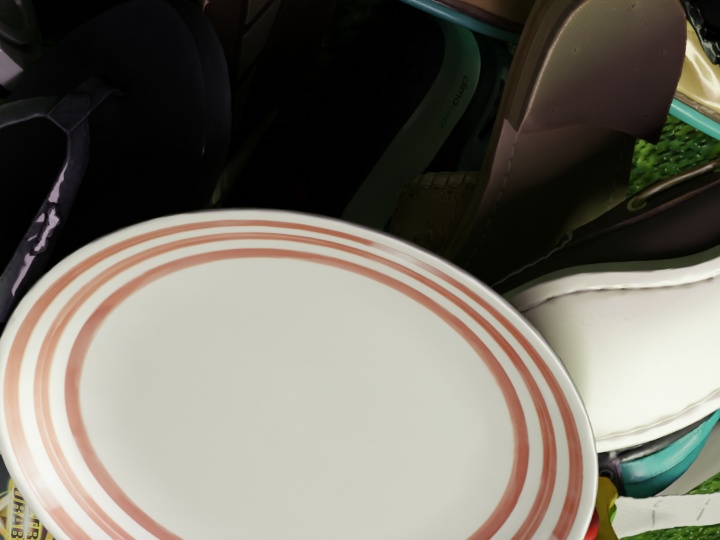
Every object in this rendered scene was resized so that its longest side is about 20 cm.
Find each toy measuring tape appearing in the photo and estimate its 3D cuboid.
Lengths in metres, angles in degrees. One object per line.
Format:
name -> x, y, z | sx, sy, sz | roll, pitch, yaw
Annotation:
toy measuring tape -> 0.103, 0.120, 0.907 | 0.200, 0.074, 0.074 | 1, 138, -27

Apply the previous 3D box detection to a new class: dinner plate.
dinner plate -> -0.022, 0.053, 0.721 | 0.200, 0.024, 0.200 | 5, 129, 6

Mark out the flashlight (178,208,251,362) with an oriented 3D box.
flashlight -> -0.122, 0.006, 0.776 | 0.200, 0.068, 0.068 | 4, 143, 15

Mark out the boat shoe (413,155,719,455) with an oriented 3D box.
boat shoe -> 0.109, 0.001, 0.717 | 0.200, 0.060, 0.072 | -24, 121, 18

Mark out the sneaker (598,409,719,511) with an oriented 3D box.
sneaker -> 0.076, 0.052, 0.949 | 0.200, 0.084, 0.121 | -7, 130, -12

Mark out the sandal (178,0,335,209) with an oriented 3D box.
sandal -> -0.058, -0.067, 0.784 | 0.082, 0.055, 0.200 | -43, 166, -28

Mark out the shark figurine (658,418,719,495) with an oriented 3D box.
shark figurine -> 0.098, 0.149, 1.063 | 0.128, 0.090, 0.215 | 8, 133, -24

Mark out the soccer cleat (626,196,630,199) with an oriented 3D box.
soccer cleat -> 0.043, 0.042, 0.830 | 0.200, 0.086, 0.070 | -42, 93, 0

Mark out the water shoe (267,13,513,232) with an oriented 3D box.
water shoe -> 0.000, 0.000, 0.837 | 0.079, 0.072, 0.200 | 21, 112, -37

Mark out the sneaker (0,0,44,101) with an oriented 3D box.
sneaker -> -0.179, -0.102, 0.690 | 0.080, 0.076, 0.200 | -22, 140, 16

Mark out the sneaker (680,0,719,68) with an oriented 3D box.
sneaker -> 0.147, -0.095, 0.759 | 0.200, 0.091, 0.076 | 15, 177, -43

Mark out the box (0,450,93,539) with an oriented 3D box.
box -> -0.177, 0.127, 0.825 | 0.159, 0.046, 0.200 | 11, 118, 8

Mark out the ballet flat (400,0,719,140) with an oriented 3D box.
ballet flat -> 0.081, -0.103, 0.797 | 0.200, 0.069, 0.063 | 18, 102, -37

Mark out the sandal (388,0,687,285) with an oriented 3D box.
sandal -> 0.046, -0.020, 0.767 | 0.078, 0.070, 0.212 | 7, 119, -28

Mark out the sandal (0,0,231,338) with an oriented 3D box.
sandal -> -0.120, -0.012, 0.713 | 0.200, 0.076, 0.043 | -39, 162, 18
